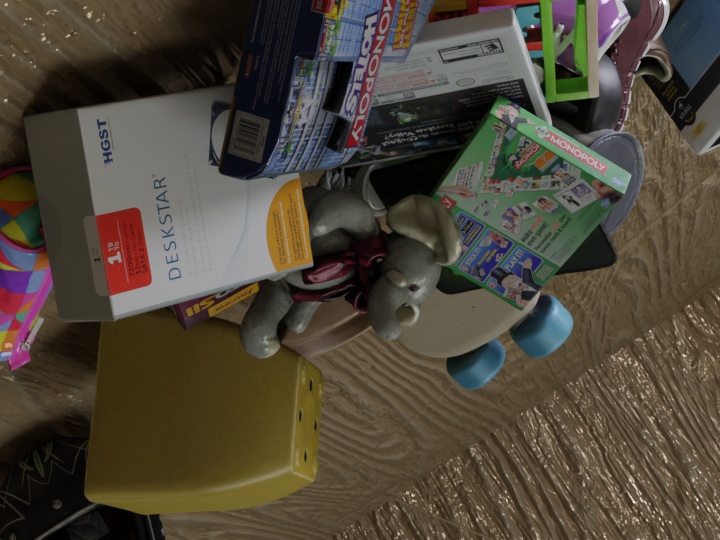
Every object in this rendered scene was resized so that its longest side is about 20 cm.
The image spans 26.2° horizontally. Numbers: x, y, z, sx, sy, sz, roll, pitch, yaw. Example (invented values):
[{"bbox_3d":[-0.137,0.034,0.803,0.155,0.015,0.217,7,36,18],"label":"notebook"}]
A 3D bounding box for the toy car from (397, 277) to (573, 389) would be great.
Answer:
[{"bbox_3d":[0.118,-0.019,1.604,0.177,0.184,0.200,-30,-155,35],"label":"toy car"}]

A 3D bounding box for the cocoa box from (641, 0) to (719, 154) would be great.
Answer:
[{"bbox_3d":[0.424,-0.249,1.705,0.133,0.132,0.200,-23,161,-28],"label":"cocoa box"}]

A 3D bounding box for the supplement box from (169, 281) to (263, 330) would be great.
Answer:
[{"bbox_3d":[-0.141,-0.033,1.386,0.110,0.086,0.200,-30,163,-10],"label":"supplement box"}]

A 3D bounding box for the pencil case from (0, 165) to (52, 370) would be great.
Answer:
[{"bbox_3d":[-0.280,0.000,1.242,0.088,0.089,0.200,-22,159,-31],"label":"pencil case"}]

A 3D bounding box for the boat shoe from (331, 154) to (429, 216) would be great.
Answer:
[{"bbox_3d":[0.036,-0.105,1.545,0.060,0.074,0.200,5,-152,35],"label":"boat shoe"}]

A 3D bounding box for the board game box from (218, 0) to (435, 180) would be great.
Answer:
[{"bbox_3d":[-0.015,-0.166,1.156,0.200,0.061,0.201,-16,121,-64],"label":"board game box"}]

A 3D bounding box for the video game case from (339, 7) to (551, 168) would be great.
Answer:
[{"bbox_3d":[0.050,-0.151,1.315,0.199,0.023,0.182,-9,155,13],"label":"video game case"}]

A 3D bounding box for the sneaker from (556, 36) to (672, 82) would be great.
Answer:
[{"bbox_3d":[0.240,-0.202,1.608,0.199,0.076,0.071,-27,162,-19],"label":"sneaker"}]

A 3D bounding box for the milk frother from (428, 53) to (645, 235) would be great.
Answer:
[{"bbox_3d":[0.132,-0.122,1.445,0.199,0.188,0.181,-27,131,-30],"label":"milk frother"}]

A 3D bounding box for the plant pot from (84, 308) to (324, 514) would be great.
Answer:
[{"bbox_3d":[-0.145,0.146,1.562,0.199,0.197,0.194,1,167,11],"label":"plant pot"}]

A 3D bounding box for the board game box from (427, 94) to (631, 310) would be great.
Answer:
[{"bbox_3d":[0.134,-0.055,1.372,0.029,0.134,0.200,-61,-176,-38],"label":"board game box"}]

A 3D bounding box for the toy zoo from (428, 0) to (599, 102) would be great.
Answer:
[{"bbox_3d":[0.103,-0.190,1.321,0.199,0.021,0.131,-4,142,6],"label":"toy zoo"}]

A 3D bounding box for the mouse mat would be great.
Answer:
[{"bbox_3d":[0.121,-0.049,1.419,0.199,0.161,0.008,-11,-144,36],"label":"mouse mat"}]

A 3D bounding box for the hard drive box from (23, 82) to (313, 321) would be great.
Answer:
[{"bbox_3d":[-0.142,-0.057,1.180,0.199,0.157,0.077,-17,-169,-42],"label":"hard drive box"}]

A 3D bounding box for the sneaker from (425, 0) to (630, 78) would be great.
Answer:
[{"bbox_3d":[0.150,-0.211,1.361,0.200,0.115,0.073,-25,163,-18],"label":"sneaker"}]

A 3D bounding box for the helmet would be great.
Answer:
[{"bbox_3d":[-0.326,0.284,1.770,0.199,0.191,0.200,-25,-161,9],"label":"helmet"}]

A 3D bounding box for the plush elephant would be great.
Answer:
[{"bbox_3d":[0.000,0.000,1.384,0.200,0.154,0.165,-58,169,-42],"label":"plush elephant"}]

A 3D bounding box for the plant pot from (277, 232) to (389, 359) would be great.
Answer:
[{"bbox_3d":[-0.031,0.010,1.692,0.200,0.093,0.201,-30,162,-11],"label":"plant pot"}]

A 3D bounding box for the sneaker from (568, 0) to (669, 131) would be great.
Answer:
[{"bbox_3d":[0.226,-0.209,1.514,0.115,0.075,0.201,26,86,-57],"label":"sneaker"}]
